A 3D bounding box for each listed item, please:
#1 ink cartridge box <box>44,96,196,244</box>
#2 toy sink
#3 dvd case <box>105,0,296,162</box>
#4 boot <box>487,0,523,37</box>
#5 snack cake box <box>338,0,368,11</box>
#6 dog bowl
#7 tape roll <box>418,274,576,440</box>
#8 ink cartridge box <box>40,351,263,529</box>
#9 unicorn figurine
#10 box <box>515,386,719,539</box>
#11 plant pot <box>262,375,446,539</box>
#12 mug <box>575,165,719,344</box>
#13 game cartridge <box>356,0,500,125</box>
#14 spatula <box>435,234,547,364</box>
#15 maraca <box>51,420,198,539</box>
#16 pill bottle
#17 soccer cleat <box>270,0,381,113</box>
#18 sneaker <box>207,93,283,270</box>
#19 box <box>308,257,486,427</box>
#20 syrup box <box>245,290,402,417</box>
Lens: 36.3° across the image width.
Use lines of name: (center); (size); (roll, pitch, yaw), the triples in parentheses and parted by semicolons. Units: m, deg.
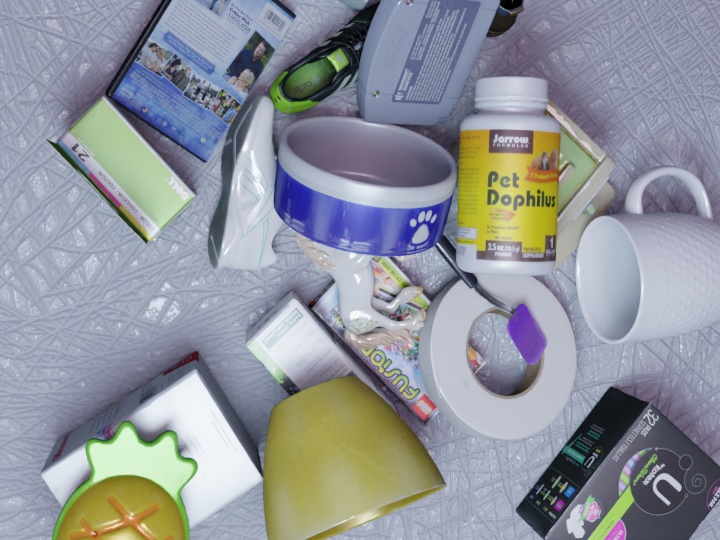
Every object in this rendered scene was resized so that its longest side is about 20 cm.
ink cartridge box: (-0.247, -0.106, 1.163); (0.076, 0.200, 0.148); (-43, 99, -3)
toy sink: (0.210, -0.106, 1.281); (0.200, 0.112, 0.131); (42, 88, -10)
dvd case: (-0.176, -0.243, 1.231); (0.142, 0.017, 0.202); (33, 89, -33)
boot: (0.134, -0.370, 1.256); (0.074, 0.097, 0.202); (-29, 98, -6)
snack cake box: (-0.006, -0.415, 1.246); (0.113, 0.067, 0.203); (24, 90, -8)
dog bowl: (0.004, -0.095, 1.200); (0.196, 0.201, 0.080); (6, 117, -9)
tape roll: (0.162, 0.098, 1.294); (0.199, 0.037, 0.207); (4, 79, -22)
ink cartridge box: (-0.228, 0.211, 1.218); (0.198, 0.145, 0.146); (-32, 99, -5)
unicorn figurine: (0.000, 0.000, 1.236); (0.134, 0.074, 0.204); (-7, 98, 5)
box: (0.312, 0.271, 1.320); (0.148, 0.124, 0.201); (39, 86, -9)
plant pot: (-0.024, 0.197, 1.163); (0.197, 0.200, 0.144); (-20, 76, -7)
mug: (0.363, -0.022, 1.295); (0.172, 0.147, 0.204); (-4, 93, -19)
game cartridge: (0.070, -0.251, 1.217); (0.131, 0.041, 0.202); (-5, 136, -30)
spatula: (0.145, 0.026, 1.268); (0.200, 0.021, 0.057); (46, 46, -5)
maraca: (-0.233, 0.252, 1.092); (0.135, 0.107, 0.204); (14, 93, -17)
pill bottle: (0.157, -0.099, 1.166); (0.107, 0.109, 0.204); (0, 94, -9)
soccer cleat: (-0.015, -0.243, 1.250); (0.199, 0.081, 0.068); (-36, 99, -5)
sneaker: (-0.120, -0.099, 1.259); (0.079, 0.070, 0.204); (9, 96, -24)
box: (0.045, 0.075, 1.307); (0.110, 0.035, 0.200); (-45, 99, -3)
syrup box: (-0.040, 0.127, 1.274); (0.079, 0.081, 0.201); (-41, 98, 0)
